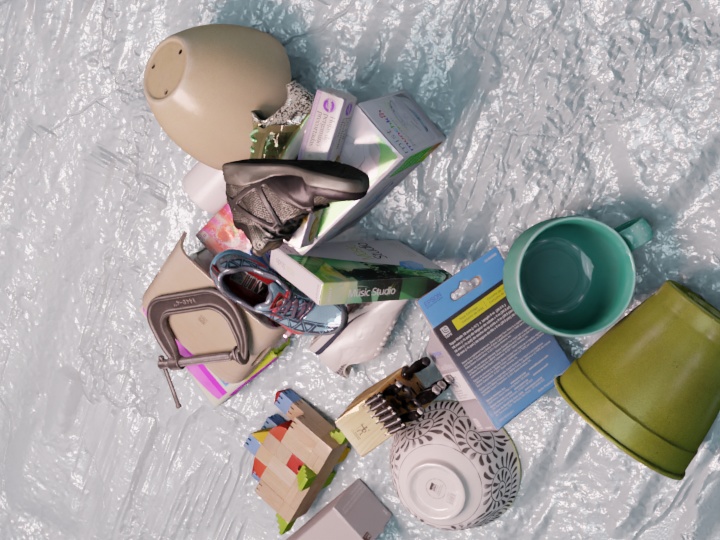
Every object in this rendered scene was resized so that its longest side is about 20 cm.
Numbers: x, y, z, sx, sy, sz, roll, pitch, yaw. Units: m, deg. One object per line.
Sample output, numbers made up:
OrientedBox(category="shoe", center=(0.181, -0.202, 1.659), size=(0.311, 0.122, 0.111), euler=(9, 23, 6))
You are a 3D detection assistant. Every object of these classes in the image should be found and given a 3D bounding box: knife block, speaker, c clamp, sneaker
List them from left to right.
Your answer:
OrientedBox(category="c clamp", center=(-0.226, 0.104, 1.611), size=(0.200, 0.027, 0.171), euler=(-16, 105, 38))
OrientedBox(category="speaker", center=(-0.162, -0.168, 1.609), size=(0.081, 0.081, 0.200), euler=(48, 116, 3))
OrientedBox(category="sneaker", center=(-0.117, -0.167, 1.484), size=(0.089, 0.077, 0.200), euler=(45, 109, 1))
OrientedBox(category="sneaker", center=(-0.111, 0.042, 1.516), size=(0.200, 0.096, 0.079), euler=(22, 100, -7))
OrientedBox(category="sneaker", center=(-0.075, -0.075, 1.364), size=(0.199, 0.076, 0.114), euler=(3, 104, 28))
OrientedBox(category="sneaker", center=(0.017, 0.075, 1.620), size=(0.081, 0.076, 0.200), euler=(46, 121, -8))
OrientedBox(category="knife block", center=(0.057, 0.173, 1.570), size=(0.176, 0.200, 0.064), euler=(-38, 88, 14))

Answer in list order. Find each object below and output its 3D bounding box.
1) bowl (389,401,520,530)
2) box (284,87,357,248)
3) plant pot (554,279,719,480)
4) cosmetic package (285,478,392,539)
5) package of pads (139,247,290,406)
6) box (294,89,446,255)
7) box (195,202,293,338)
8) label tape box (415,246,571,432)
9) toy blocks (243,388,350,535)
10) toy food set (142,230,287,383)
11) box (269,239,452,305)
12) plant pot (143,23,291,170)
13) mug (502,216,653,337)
OrientedBox(category="bowl", center=(0.119, 0.297, 1.621), size=(0.200, 0.094, 0.201), euler=(6, 108, 21))
OrientedBox(category="box", center=(-0.056, -0.125, 1.406), size=(0.039, 0.041, 0.200), euler=(24, 110, 17))
OrientedBox(category="plant pot", center=(0.381, 0.123, 1.429), size=(0.200, 0.200, 0.193), euler=(36, 102, 9))
OrientedBox(category="cosmetic package", center=(-0.056, 0.416, 1.719), size=(0.090, 0.107, 0.200), euler=(45, 114, 4))
OrientedBox(category="package of pads", center=(-0.217, 0.080, 1.708), size=(0.154, 0.068, 0.200), euler=(-40, 88, 26))
OrientedBox(category="box", center=(-0.010, -0.134, 1.505), size=(0.200, 0.176, 0.097), euler=(-42, 87, 25))
OrientedBox(category="box", center=(-0.121, -0.017, 1.627), size=(0.103, 0.095, 0.200), euler=(-42, 87, 25))
OrientedBox(category="label tape box", center=(0.170, 0.092, 1.517), size=(0.200, 0.144, 0.063), euler=(57, 160, -2))
OrientedBox(category="toy blocks", center=(-0.111, 0.276, 1.718), size=(0.137, 0.100, 0.200), euler=(38, 115, 21))
OrientedBox(category="toy food set", center=(-0.208, 0.055, 1.622), size=(0.200, 0.060, 0.144), euler=(41, 131, 0))
OrientedBox(category="box", center=(0.000, 0.000, 1.502), size=(0.144, 0.200, 0.036), euler=(34, 123, 52))
OrientedBox(category="plant pot", center=(-0.210, -0.248, 1.527), size=(0.200, 0.134, 0.201), euler=(-13, 70, 39))
OrientedBox(category="mug", center=(0.275, 0.008, 1.459), size=(0.185, 0.114, 0.152), euler=(1, 89, -8))
